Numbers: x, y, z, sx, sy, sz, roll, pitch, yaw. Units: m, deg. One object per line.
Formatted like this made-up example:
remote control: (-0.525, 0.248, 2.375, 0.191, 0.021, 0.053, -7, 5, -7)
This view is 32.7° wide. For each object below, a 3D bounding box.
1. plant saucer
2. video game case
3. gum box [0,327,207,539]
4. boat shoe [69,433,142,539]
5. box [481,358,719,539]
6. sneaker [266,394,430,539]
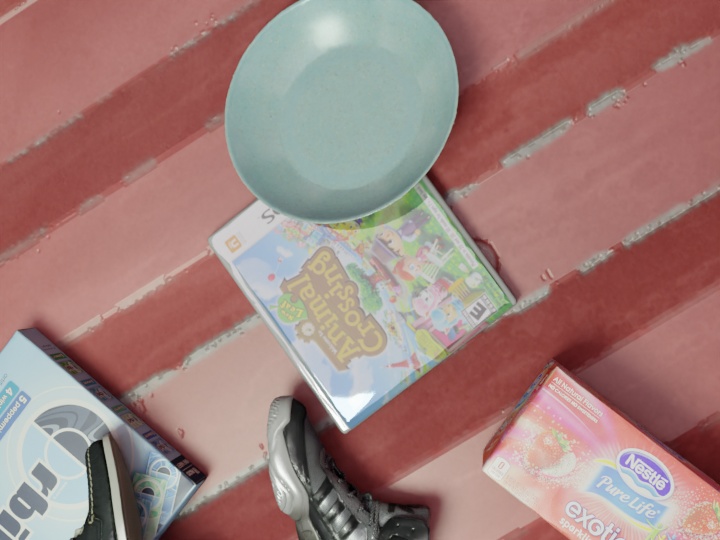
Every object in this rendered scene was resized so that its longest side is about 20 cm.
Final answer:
plant saucer: (-0.013, -0.129, 0.989, 0.198, 0.039, 0.204, -5, 72, 17)
video game case: (0.000, 0.000, 1.013, 0.181, 0.022, 0.201, -37, 86, 6)
gum box: (-0.258, 0.178, 1.033, 0.199, 0.045, 0.171, 39, 94, 4)
boat shoe: (-0.197, 0.228, 0.948, 0.059, 0.076, 0.202, -14, 65, -1)
box: (0.201, 0.170, 0.952, 0.199, 0.095, 0.103, 38, 93, 5)
sneaker: (-0.003, 0.188, 0.990, 0.112, 0.075, 0.203, -16, 94, 6)
